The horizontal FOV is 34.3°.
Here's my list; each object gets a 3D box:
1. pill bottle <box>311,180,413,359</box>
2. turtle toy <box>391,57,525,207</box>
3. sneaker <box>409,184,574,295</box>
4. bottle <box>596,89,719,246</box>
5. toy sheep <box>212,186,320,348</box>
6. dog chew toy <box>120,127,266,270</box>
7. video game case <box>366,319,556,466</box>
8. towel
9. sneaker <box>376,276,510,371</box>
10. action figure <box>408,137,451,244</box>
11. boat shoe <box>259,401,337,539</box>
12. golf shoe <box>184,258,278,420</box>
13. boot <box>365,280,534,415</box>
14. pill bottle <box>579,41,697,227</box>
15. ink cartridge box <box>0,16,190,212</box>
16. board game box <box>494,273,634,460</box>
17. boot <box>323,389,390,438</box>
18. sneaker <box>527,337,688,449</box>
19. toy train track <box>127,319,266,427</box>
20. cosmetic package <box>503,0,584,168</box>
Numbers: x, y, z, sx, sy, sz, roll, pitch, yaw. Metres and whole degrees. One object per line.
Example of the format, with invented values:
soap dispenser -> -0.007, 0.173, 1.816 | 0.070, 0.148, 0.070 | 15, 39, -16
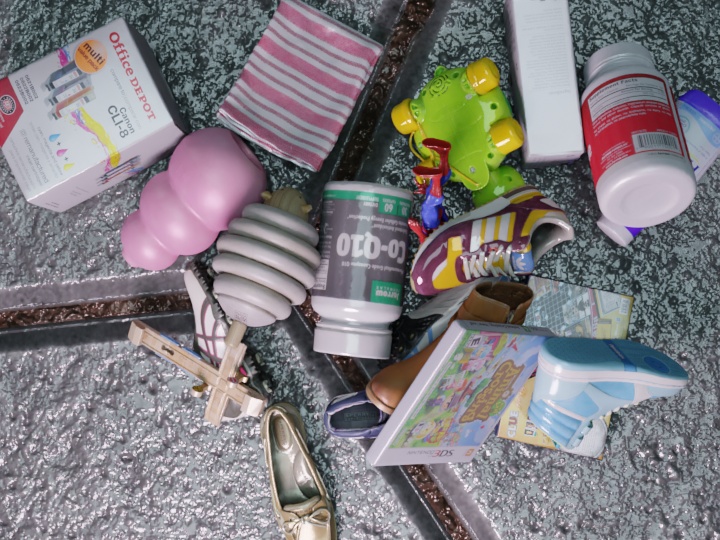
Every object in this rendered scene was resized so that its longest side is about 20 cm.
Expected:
pill bottle -> 0.000, 0.000, 1.400 | 0.111, 0.113, 0.204 | 6, 88, 2
turtle toy -> 0.136, -0.154, 1.406 | 0.144, 0.101, 0.203 | -24, 87, 27
sneaker -> 0.151, -0.023, 1.343 | 0.199, 0.075, 0.090 | -33, 46, -12
bottle -> 0.367, -0.121, 1.417 | 0.083, 0.065, 0.201 | 40, 90, 9
toy sheep -> -0.111, -0.003, 1.356 | 0.136, 0.138, 0.203 | 17, 79, 2
dog chew toy -> -0.209, -0.078, 1.409 | 0.199, 0.125, 0.125 | -40, 87, 8
video game case -> 0.118, 0.144, 1.337 | 0.022, 0.180, 0.201 | 47, 117, 36
towel -> -0.072, -0.233, 1.424 | 0.145, 0.030, 0.202 | 27, 70, 0
sneaker -> 0.103, 0.062, 1.420 | 0.200, 0.072, 0.072 | -43, 119, 7
action figure -> 0.082, -0.071, 1.369 | 0.051, 0.201, 0.066 | 7, 56, 11
boat shoe -> -0.078, 0.261, 1.416 | 0.072, 0.063, 0.204 | -13, 87, 1
golf shoe -> -0.180, 0.086, 1.423 | 0.087, 0.077, 0.202 | -26, 86, 10
boot -> 0.104, 0.083, 1.338 | 0.074, 0.198, 0.156 | 49, 133, 27
pill bottle -> 0.315, -0.161, 1.349 | 0.110, 0.113, 0.203 | -5, 57, 1
ink cartridge box -> -0.324, -0.184, 1.400 | 0.198, 0.145, 0.147 | -28, 87, -1
board game box -> 0.249, 0.117, 1.427 | 0.133, 0.035, 0.203 | 12, 88, 2
boot -> 0.052, 0.170, 1.401 | 0.197, 0.090, 0.074 | -12, 87, 0
sneaker -> 0.283, 0.152, 1.377 | 0.197, 0.080, 0.132 | 8, 115, -18
toy train track -> -0.202, 0.118, 1.392 | 0.198, 0.032, 0.116 | 29, 113, 19
cosmetic package -> 0.220, -0.232, 1.409 | 0.073, 0.102, 0.204 | -5, 86, 2
